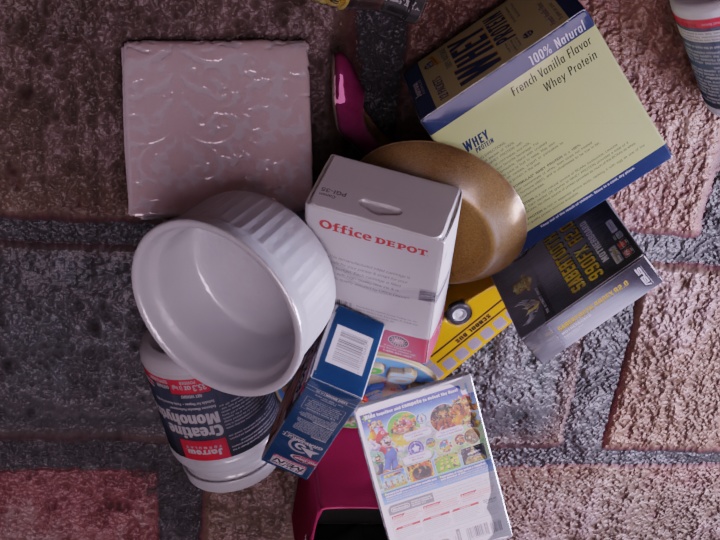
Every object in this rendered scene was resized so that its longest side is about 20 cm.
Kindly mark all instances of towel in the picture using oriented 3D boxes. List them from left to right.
[{"bbox_3d":[-0.150,-0.151,1.245,0.199,0.032,0.192,-2,84,-8],"label":"towel"}]

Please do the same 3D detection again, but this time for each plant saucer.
[{"bbox_3d":[0.075,-0.049,1.245,0.200,0.035,0.200,13,138,12],"label":"plant saucer"}]

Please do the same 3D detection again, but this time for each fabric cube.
[{"bbox_3d":[0.022,0.310,1.486,0.199,0.200,0.197,3,120,-10],"label":"fabric cube"}]

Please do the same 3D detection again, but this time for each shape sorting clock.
[{"bbox_3d":[-0.002,0.146,1.395,0.199,0.039,0.200,-2,149,-1],"label":"shape sorting clock"}]

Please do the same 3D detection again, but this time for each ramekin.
[{"bbox_3d":[-0.122,0.017,1.178,0.200,0.098,0.201,16,127,23],"label":"ramekin"}]

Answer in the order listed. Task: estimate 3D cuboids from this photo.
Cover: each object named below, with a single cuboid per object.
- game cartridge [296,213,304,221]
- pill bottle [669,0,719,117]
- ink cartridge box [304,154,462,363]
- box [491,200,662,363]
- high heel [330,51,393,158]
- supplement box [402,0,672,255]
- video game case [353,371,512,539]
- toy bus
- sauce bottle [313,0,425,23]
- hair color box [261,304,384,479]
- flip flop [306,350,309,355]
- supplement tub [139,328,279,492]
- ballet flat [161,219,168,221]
[{"bbox_3d":[-0.136,-0.010,1.286,0.133,0.040,0.200,29,90,-9],"label":"game cartridge"},{"bbox_3d":[0.424,-0.234,1.284,0.119,0.120,0.200,-26,120,7],"label":"pill bottle"},{"bbox_3d":[0.021,-0.009,1.222,0.146,0.083,0.200,16,139,9],"label":"ink cartridge box"},{"bbox_3d":[0.227,-0.011,1.313,0.158,0.200,0.048,-36,122,13],"label":"box"},{"bbox_3d":[0.023,-0.160,1.298,0.096,0.068,0.200,-9,134,5],"label":"high heel"},{"bbox_3d":[0.185,-0.167,1.255,0.200,0.134,0.200,-33,119,12],"label":"supplement box"},{"bbox_3d":[0.084,0.232,1.351,0.143,0.018,0.201,-16,97,-8],"label":"video game case"},{"bbox_3d":[0.101,0.075,1.443,0.200,0.065,0.078,-41,118,14],"label":"toy bus"},{"bbox_3d":[-0.029,-0.305,1.209,0.199,0.066,0.066,15,116,-14],"label":"sauce bottle"},{"bbox_3d":[-0.043,0.134,1.268,0.060,0.100,0.200,23,141,-5],"label":"hair color box"},{"bbox_3d":[-0.025,0.090,1.396,0.081,0.058,0.200,3,148,-7],"label":"flip flop"},{"bbox_3d":[-0.173,0.149,1.401,0.140,0.140,0.200,-13,120,-1],"label":"supplement tub"},{"bbox_3d":[-0.136,-0.054,1.333,0.200,0.072,0.072,12,117,-15],"label":"ballet flat"}]
